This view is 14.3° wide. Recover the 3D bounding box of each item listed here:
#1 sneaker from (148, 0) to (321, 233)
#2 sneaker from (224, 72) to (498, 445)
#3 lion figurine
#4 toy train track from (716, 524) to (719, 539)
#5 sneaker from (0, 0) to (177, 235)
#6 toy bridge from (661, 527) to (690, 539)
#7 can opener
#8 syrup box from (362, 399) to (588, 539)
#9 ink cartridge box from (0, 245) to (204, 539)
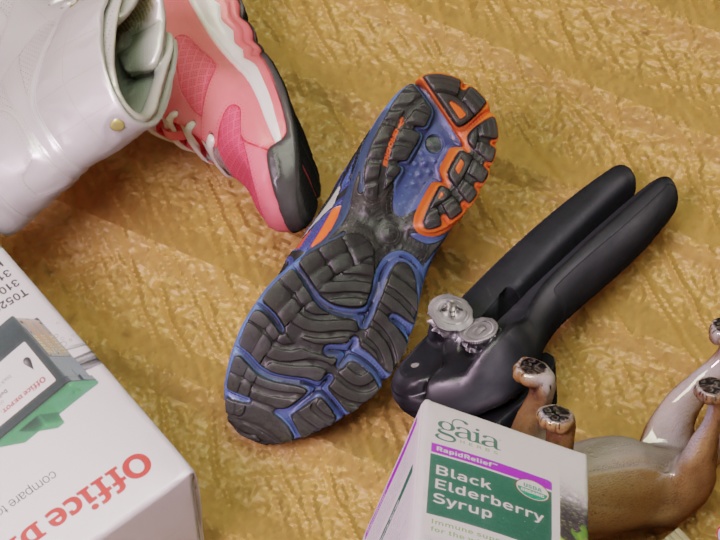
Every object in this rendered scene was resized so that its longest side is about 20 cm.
[{"bbox_3d":[-0.084,-0.087,1.458,0.086,0.074,0.201,-26,57,-2],"label":"sneaker"},{"bbox_3d":[0.000,0.000,1.399,0.075,0.078,0.200,36,78,-5],"label":"sneaker"},{"bbox_3d":[0.112,0.097,1.331,0.199,0.123,0.073,-6,34,-21],"label":"lion figurine"},{"bbox_3d":[0.119,0.142,1.237,0.114,0.200,0.033,-25,85,-28],"label":"toy train track"},{"bbox_3d":[-0.139,-0.113,1.417,0.115,0.074,0.201,-32,39,20],"label":"sneaker"},{"bbox_3d":[0.181,0.205,1.299,0.067,0.027,0.200,-35,65,-20],"label":"toy bridge"},{"bbox_3d":[0.085,0.012,1.398,0.063,0.079,0.200,19,51,28],"label":"can opener"},{"bbox_3d":[0.044,0.143,1.182,0.078,0.082,0.200,19,28,-6],"label":"syrup box"},{"bbox_3d":[-0.186,0.083,1.331,0.146,0.085,0.200,-35,65,-20],"label":"ink cartridge box"}]
